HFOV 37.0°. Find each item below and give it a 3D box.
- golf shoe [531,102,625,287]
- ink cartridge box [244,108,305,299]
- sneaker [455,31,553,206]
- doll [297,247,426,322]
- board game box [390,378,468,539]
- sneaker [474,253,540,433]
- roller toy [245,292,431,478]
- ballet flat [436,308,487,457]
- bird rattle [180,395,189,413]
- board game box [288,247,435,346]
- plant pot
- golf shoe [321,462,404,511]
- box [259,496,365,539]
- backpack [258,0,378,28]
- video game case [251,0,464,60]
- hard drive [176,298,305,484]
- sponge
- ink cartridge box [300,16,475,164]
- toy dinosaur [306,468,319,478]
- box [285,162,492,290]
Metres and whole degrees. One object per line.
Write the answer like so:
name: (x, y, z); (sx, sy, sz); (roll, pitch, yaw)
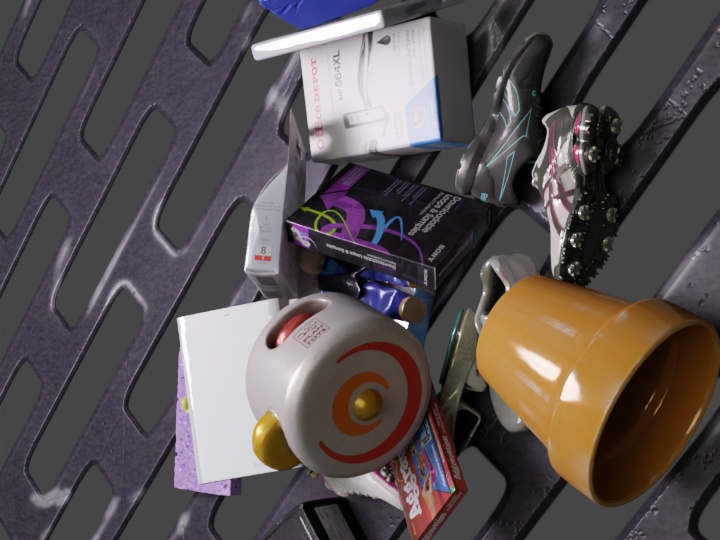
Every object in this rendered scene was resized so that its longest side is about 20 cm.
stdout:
golf shoe: (0.229, -0.078, 1.157); (0.088, 0.077, 0.201); (10, 93, 52)
ink cartridge box: (-0.102, -0.077, 1.314); (0.050, 0.162, 0.201); (0, 78, 4)
sneaker: (0.180, -0.167, 1.213); (0.079, 0.075, 0.201); (27, 105, 17)
doll: (0.000, 0.000, 1.291); (0.199, 0.048, 0.137); (16, 96, 44)
board game box: (0.065, 0.197, 1.215); (0.201, 0.019, 0.103); (-107, 35, -45)
sneaker: (0.158, 0.080, 1.192); (0.070, 0.080, 0.202); (-7, 83, 36)
roller toy: (-0.023, 0.126, 1.177); (0.140, 0.199, 0.184); (27, 108, 56)
ballet flat: (0.116, 0.142, 1.242); (0.062, 0.067, 0.201); (18, 102, 8)
bird rattle: (-0.153, 0.155, 1.396); (0.112, 0.200, 0.164); (-1, 121, 8)
board game box: (0.001, 0.025, 1.346); (0.199, 0.040, 0.154); (16, 96, 38)
plant pot: (0.221, 0.100, 1.066); (0.183, 0.200, 0.201); (32, 106, 40)
golf shoe: (0.005, 0.245, 1.312); (0.200, 0.075, 0.092); (34, 116, 44)
box: (-0.052, 0.410, 1.327); (0.164, 0.086, 0.201); (-46, 61, 27)
backpack: (-0.057, -0.439, 1.353); (0.162, 0.168, 0.201); (-8, 72, 31)
video game case: (-0.002, -0.297, 1.291); (0.199, 0.182, 0.024); (-5, 107, 38)
hard drive: (-0.143, 0.144, 1.284); (0.131, 0.026, 0.201); (-11, 79, 11)
sponge: (-0.212, 0.210, 1.509); (0.111, 0.030, 0.202); (-2, 84, 38)
ink cartridge box: (0.031, -0.213, 1.305); (0.199, 0.084, 0.147); (-6, 91, 37)
toy dinosaur: (-0.048, 0.147, 1.308); (0.101, 0.058, 0.201); (9, 87, 27)
box: (0.034, -0.056, 1.244); (0.199, 0.143, 0.036); (19, 133, 25)
